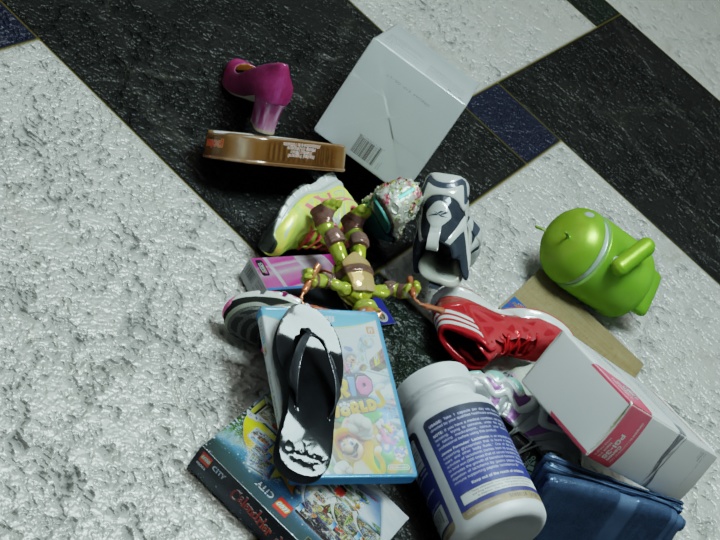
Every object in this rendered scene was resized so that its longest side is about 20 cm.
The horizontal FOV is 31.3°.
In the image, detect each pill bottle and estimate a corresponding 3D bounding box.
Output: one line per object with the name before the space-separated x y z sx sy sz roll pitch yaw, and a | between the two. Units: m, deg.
pill bottle | 0.113 0.207 1.402 0.115 0.116 0.201 5 46 -36

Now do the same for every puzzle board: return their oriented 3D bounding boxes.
puzzle board | 0.288 0.095 1.765 0.200 0.017 0.150 43 37 9

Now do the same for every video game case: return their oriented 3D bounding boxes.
video game case | -0.026 0.129 1.349 0.141 0.018 0.202 4 54 -25

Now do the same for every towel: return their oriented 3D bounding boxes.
towel | 0.263 0.281 1.454 0.198 0.112 0.049 20 24 -23

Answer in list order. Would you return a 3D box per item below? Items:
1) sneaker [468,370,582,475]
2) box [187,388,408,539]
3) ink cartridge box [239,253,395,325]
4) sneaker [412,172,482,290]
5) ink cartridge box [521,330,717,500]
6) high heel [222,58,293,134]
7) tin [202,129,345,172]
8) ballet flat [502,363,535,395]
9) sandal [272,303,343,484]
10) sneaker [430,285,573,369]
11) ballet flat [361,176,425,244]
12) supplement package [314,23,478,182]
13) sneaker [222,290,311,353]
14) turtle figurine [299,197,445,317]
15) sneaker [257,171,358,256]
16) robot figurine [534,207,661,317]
sneaker | 0.185 0.204 1.501 0.198 0.078 0.141 23 37 -19
box | -0.061 0.225 1.301 0.200 0.038 0.136 43 36 8
ink cartridge box | -0.043 0.027 1.544 0.198 0.037 0.095 -2 51 -44
sneaker | 0.108 -0.020 1.649 0.078 0.200 0.131 11 63 9
ink cartridge box | 0.302 0.173 1.495 0.199 0.083 0.147 31 12 -40
high heel | -0.135 -0.265 1.712 0.066 0.097 0.201 11 27 -20
tin | -0.107 -0.152 1.635 0.198 0.043 0.111 1 4 -40
ballet flat | 0.242 0.150 1.616 0.198 0.071 0.070 11 46 -31
sandal | -0.048 0.118 1.303 0.075 0.043 0.202 12 51 -20
sneaker | 0.179 0.098 1.613 0.197 0.079 0.116 16 33 -7
ballet flat | 0.044 -0.077 1.619 0.076 0.064 0.200 57 -7 -3
supplement package | 0.054 -0.225 1.767 0.151 0.151 0.200 36 19 -1
sneaker | -0.065 0.094 1.413 0.198 0.074 0.088 29 38 -10
turtle figurine | 0.000 0.000 1.522 0.198 0.064 0.163 3 58 -30
sneaker | -0.052 -0.057 1.593 0.090 0.078 0.200 43 35 5
robot figurine | 0.336 -0.011 1.822 0.199 0.117 0.175 31 -9 -27
